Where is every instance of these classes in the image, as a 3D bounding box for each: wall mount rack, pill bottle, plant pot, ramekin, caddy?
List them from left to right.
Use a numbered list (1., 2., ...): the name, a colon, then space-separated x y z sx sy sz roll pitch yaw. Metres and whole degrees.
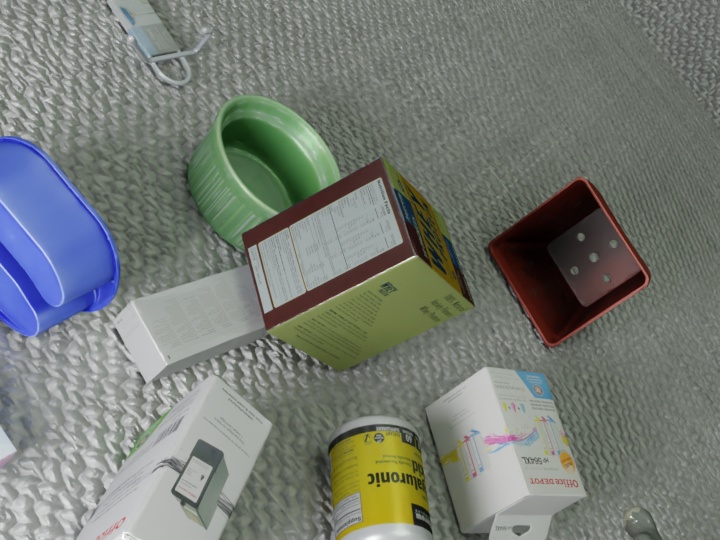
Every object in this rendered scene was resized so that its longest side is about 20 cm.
1. caddy: -0.327 -0.036 1.036 0.201 0.141 0.105 50 40 -2
2. wall mount rack: -0.294 -0.343 1.386 0.201 0.074 0.173 55 37 6
3. ramekin: -0.128 -0.118 1.351 0.198 0.097 0.202 27 43 -28
4. pill bottle: 0.024 0.276 1.166 0.110 0.111 0.203 21 46 -33
5. plant pot: 0.365 -0.016 1.722 0.202 0.199 0.175 59 26 13

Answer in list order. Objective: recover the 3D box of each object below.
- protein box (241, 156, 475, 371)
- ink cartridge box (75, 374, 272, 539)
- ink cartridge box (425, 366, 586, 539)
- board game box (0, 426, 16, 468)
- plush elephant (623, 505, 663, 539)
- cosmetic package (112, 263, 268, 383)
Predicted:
1. protein box: 0.000 0.000 1.250 0.198 0.198 0.137 36 32 -58
2. ink cartridge box: -0.182 0.217 0.968 0.084 0.145 0.201 41 38 -13
3. ink cartridge box: 0.192 0.248 1.355 0.127 0.125 0.203 11 51 -41
4. board game box: -0.427 0.122 0.876 0.201 0.043 0.198 54 37 5
5. plush elephant: 0.341 0.436 1.353 0.152 0.168 0.200 -7 20 -10
6. cosmetic package: -0.180 0.057 1.186 0.199 0.051 0.083 -19 72 -52
